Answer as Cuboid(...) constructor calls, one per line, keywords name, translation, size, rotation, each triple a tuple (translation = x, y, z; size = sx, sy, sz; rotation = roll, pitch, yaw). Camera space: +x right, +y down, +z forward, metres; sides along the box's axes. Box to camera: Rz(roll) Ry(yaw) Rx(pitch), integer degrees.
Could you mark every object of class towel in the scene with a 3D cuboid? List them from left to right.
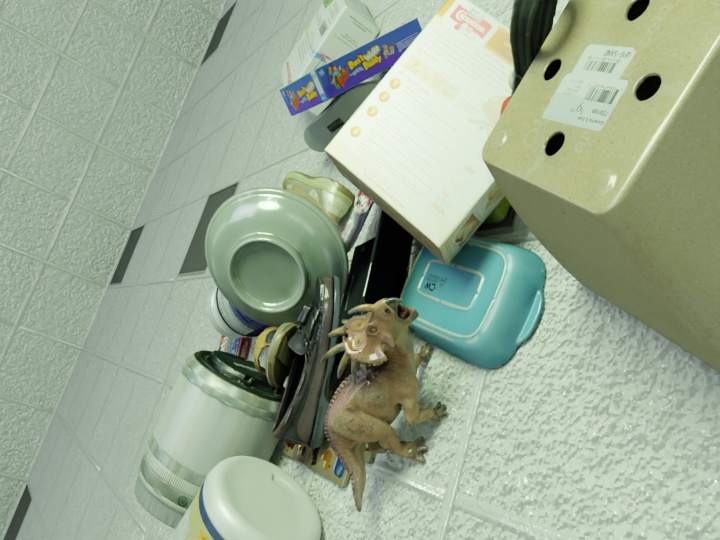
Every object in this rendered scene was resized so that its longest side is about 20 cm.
Cuboid(name="towel", translation=(0.021, -0.129, 0.813), size=(0.147, 0.029, 0.203), rotation=(113, -179, -70))

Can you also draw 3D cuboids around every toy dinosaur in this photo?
Cuboid(name="toy dinosaur", translation=(0.006, 0.119, 0.613), size=(0.203, 0.134, 0.086), rotation=(-63, 29, 4))

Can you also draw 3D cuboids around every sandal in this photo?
Cuboid(name="sandal", translation=(-0.112, 0.104, 0.833), size=(0.200, 0.053, 0.082), rotation=(119, 170, -83))

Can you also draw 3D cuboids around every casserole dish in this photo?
Cuboid(name="casserole dish", translation=(0.100, 0.020, 0.637), size=(0.199, 0.038, 0.123), rotation=(21, 86, 63))

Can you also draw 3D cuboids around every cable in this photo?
Cuboid(name="cable", translation=(0.117, -0.149, 0.473), size=(0.050, 0.199, 0.098), rotation=(34, 96, 23))

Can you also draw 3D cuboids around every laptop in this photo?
Cuboid(name="laptop", translation=(0.000, 0.000, 0.747), size=(0.198, 0.102, 0.181), rotation=(-24, 45, 50))

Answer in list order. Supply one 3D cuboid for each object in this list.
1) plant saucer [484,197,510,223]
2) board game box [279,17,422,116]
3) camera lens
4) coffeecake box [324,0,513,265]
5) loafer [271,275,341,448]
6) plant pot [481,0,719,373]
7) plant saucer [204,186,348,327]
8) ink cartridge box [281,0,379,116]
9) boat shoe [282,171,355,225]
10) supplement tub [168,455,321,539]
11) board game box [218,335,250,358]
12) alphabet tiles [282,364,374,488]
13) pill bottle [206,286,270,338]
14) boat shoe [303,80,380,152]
Cuboid(name="plant saucer", translation=(0.120, -0.160, 0.736), size=(0.199, 0.047, 0.204), rotation=(11, 77, 62))
Cuboid(name="board game box", translation=(-0.012, -0.308, 0.966), size=(0.198, 0.045, 0.134), rotation=(-35, 18, -25))
Cuboid(name="camera lens", translation=(-0.192, 0.221, 0.846), size=(0.159, 0.158, 0.204), rotation=(23, 87, 62))
Cuboid(name="coffeecake box", translation=(0.088, -0.137, 0.618), size=(0.153, 0.073, 0.201), rotation=(41, 90, 18))
Cuboid(name="loafer", translation=(-0.063, 0.106, 0.744), size=(0.072, 0.061, 0.205), rotation=(-158, 75, -79))
Cuboid(name="plant pot", translation=(0.199, -0.075, 0.398), size=(0.202, 0.175, 0.200), rotation=(-58, 29, 9))
Cuboid(name="plant saucer", translation=(-0.114, -0.003, 0.815), size=(0.200, 0.199, 0.050), rotation=(-46, 11, 29))
Cuboid(name="ink cartridge box", translation=(-0.063, -0.420, 1.216), size=(0.201, 0.083, 0.146), rotation=(-49, 31, 25))
Cuboid(name="boat shoe", translation=(-0.080, -0.111, 1.016), size=(0.199, 0.073, 0.064), rotation=(19, 79, 55))
Cuboid(name="supplement tub", translation=(-0.148, 0.328, 0.703), size=(0.202, 0.142, 0.145), rotation=(-58, 29, 13))
Cuboid(name="board game box", translation=(-0.226, 0.153, 1.108), size=(0.102, 0.019, 0.204), rotation=(-30, 44, 49))
Cuboid(name="alphabet tiles", translation=(-0.024, 0.160, 0.770), size=(0.198, 0.007, 0.171), rotation=(-1, 66, 59))
Cuboid(name="pill bottle", translation=(-0.156, 0.037, 0.978), size=(0.199, 0.114, 0.118), rotation=(-26, 46, 50))
Cuboid(name="boat shoe", translation=(-0.015, -0.259, 1.017), size=(0.197, 0.071, 0.064), rotation=(-17, 35, 43))
